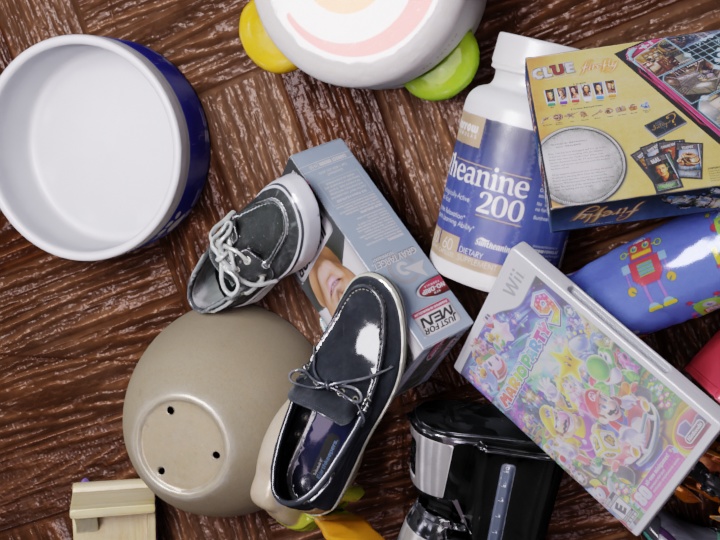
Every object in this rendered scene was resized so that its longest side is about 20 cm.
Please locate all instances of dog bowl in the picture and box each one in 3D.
[{"bbox_3d":[-0.243,-0.114,1.058,0.197,0.079,0.203,2,99,14],"label":"dog bowl"}]

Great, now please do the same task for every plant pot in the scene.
[{"bbox_3d":[-0.137,0.140,1.041,0.198,0.134,0.203,2,99,15],"label":"plant pot"}]

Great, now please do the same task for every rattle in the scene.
[{"bbox_3d":[0.002,0.137,0.981,0.130,0.142,0.201,42,71,-32],"label":"rattle"}]

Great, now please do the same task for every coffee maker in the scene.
[{"bbox_3d":[0.119,0.225,1.002,0.190,0.135,0.203,5,104,-25],"label":"coffee maker"}]

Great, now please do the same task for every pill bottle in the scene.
[{"bbox_3d":[0.130,-0.087,0.944,0.110,0.111,0.202,15,102,12],"label":"pill bottle"}]

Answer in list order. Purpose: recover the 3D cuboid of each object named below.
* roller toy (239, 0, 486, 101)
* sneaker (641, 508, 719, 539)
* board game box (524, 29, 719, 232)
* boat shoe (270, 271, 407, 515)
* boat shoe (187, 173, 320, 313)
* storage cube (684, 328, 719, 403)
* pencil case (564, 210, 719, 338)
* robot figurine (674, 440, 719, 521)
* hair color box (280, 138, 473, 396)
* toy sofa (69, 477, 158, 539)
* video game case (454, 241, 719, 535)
[{"bbox_3d":[0.006,-0.242,0.939,0.198,0.140,0.185,12,101,13],"label":"roller toy"},{"bbox_3d":[0.329,0.249,0.977,0.199,0.074,0.088,40,88,-1],"label":"sneaker"},{"bbox_3d":[0.226,-0.106,0.829,0.197,0.035,0.137,-7,61,5],"label":"board game box"},{"bbox_3d":[-0.019,0.098,0.895,0.074,0.062,0.202,24,96,28],"label":"boat shoe"},{"bbox_3d":[-0.100,-0.016,0.987,0.199,0.068,0.074,-35,80,55],"label":"boat shoe"},{"bbox_3d":[0.375,0.076,0.858,0.171,0.200,0.180,43,97,5],"label":"storage cube"},{"bbox_3d":[0.239,0.007,0.883,0.199,0.086,0.079,-29,55,31],"label":"pencil case"},{"bbox_3d":[0.281,0.168,0.931,0.198,0.145,0.059,23,95,0],"label":"robot figurine"},{"bbox_3d":[0.000,0.000,0.973,0.201,0.060,0.099,55,144,17],"label":"hair color box"},{"bbox_3d":[-0.240,0.307,1.132,0.082,0.098,0.203,-2,99,-10],"label":"toy sofa"},{"bbox_3d":[0.168,0.092,0.879,0.200,0.018,0.144,43,137,22],"label":"video game case"}]
